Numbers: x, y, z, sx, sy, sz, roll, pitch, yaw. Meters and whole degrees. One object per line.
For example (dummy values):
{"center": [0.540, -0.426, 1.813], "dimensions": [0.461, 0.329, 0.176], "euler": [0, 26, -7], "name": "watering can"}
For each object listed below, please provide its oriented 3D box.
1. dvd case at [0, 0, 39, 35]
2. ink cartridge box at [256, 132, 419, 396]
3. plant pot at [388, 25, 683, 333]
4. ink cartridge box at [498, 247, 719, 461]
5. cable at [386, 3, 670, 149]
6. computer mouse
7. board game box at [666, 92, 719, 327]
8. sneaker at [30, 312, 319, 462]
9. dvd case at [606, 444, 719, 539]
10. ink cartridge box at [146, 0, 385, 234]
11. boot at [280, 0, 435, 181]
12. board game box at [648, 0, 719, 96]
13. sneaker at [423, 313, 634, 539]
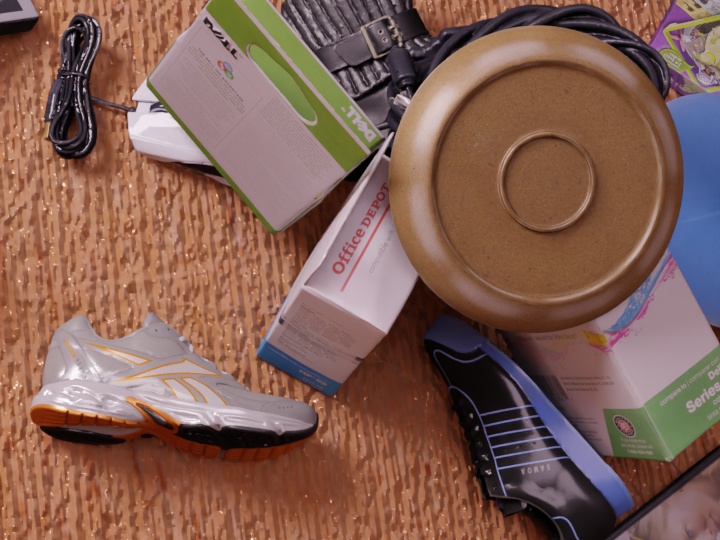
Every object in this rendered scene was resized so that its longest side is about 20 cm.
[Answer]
{"center": [-0.342, -0.224, 1.188], "dimensions": [0.200, 0.025, 0.151], "euler": [-21, 76, -48], "name": "dvd case"}
{"center": [0.000, 0.000, 1.153], "dimensions": [0.068, 0.200, 0.116], "euler": [30, 66, -3], "name": "ink cartridge box"}
{"center": [0.118, -0.058, 1.081], "dimensions": [0.199, 0.027, 0.201], "euler": [-1, 95, -9], "name": "plant pot"}
{"center": [0.164, 0.028, 1.190], "dimensions": [0.087, 0.145, 0.200], "euler": [-35, 100, -20], "name": "ink cartridge box"}
{"center": [0.116, -0.124, 1.155], "dimensions": [0.199, 0.051, 0.164], "euler": [-3, 40, 3], "name": "cable"}
{"center": [-0.133, -0.116, 1.244], "dimensions": [0.199, 0.044, 0.110], "euler": [14, 67, -10], "name": "computer mouse"}
{"center": [0.286, -0.041, 1.334], "dimensions": [0.157, 0.039, 0.201], "euler": [-15, 76, -20], "name": "board game box"}
{"center": [-0.124, 0.075, 1.165], "dimensions": [0.199, 0.076, 0.092], "euler": [10, 64, -13], "name": "sneaker"}
{"center": [0.245, 0.237, 1.236], "dimensions": [0.200, 0.018, 0.143], "euler": [-33, 83, -23], "name": "dvd case"}
{"center": [-0.051, -0.122, 1.136], "dimensions": [0.076, 0.200, 0.148], "euler": [-42, 95, -24], "name": "ink cartridge box"}
{"center": [0.055, -0.170, 1.274], "dimensions": [0.210, 0.079, 0.158], "euler": [-15, 73, -4], "name": "boot"}
{"center": [0.342, -0.166, 1.400], "dimensions": [0.200, 0.032, 0.120], "euler": [33, 62, -1], "name": "board game box"}
{"center": [0.105, 0.123, 1.210], "dimensions": [0.078, 0.070, 0.200], "euler": [-42, 80, -12], "name": "sneaker"}
